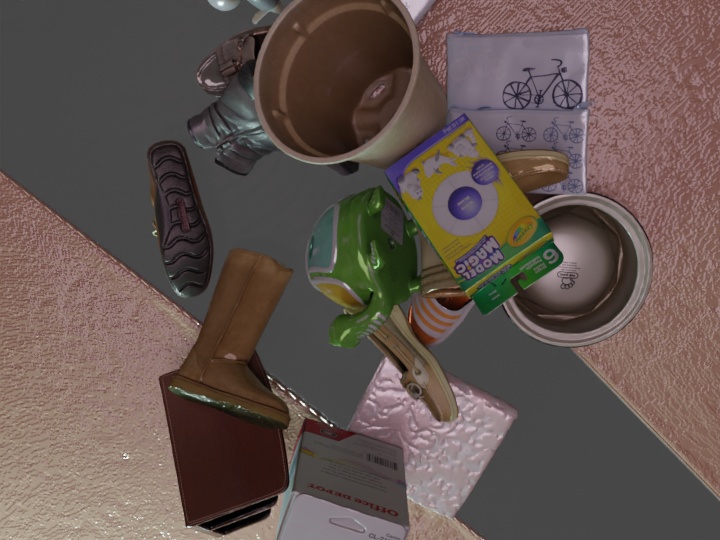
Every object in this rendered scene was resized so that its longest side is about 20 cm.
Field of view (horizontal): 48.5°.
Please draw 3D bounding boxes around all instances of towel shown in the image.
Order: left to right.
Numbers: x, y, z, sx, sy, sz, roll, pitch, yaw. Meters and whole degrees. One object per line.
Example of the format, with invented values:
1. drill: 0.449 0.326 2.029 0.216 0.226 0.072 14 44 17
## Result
1. towel: 0.088 0.226 1.109 0.199 0.032 0.192 27 102 -4

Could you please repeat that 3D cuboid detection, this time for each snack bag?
1. snack bag: 0.191 -0.195 0.981 0.187 0.021 0.201 7 104 27

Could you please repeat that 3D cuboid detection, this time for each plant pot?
1. plant pot: 0.009 -0.201 0.922 0.199 0.183 0.202 -4 82 26

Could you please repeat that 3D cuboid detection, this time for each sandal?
1. sandal: 0.112 0.018 1.013 0.207 0.059 0.079 -50 59 32

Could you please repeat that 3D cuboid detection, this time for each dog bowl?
1. dog bowl: 0.268 -0.007 1.034 0.199 0.074 0.202 0 102 0

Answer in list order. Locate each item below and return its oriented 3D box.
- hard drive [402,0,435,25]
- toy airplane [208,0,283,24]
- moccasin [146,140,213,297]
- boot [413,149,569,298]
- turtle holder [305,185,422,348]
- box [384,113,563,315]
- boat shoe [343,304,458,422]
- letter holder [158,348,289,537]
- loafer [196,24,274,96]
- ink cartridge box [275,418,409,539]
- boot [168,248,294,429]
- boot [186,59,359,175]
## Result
1. hard drive: 0.049 -0.383 0.980 0.132 0.025 0.200 38 100 -7
2. toy airplane: -0.150 -0.364 0.901 0.198 0.200 0.142 26 119 -2
3. moccasin: -0.237 -0.065 1.035 0.073 0.078 0.203 -17 98 -11
4. boot: 0.155 -0.051 0.940 0.199 0.073 0.156 -12 69 21
5. turtle holder: 0.005 -0.004 0.998 0.131 0.141 0.187 -16 85 32
6. box: 0.126 -0.061 0.890 0.117 0.048 0.201 -35 72 7
7. boat shoe: 0.054 0.116 1.036 0.063 0.073 0.201 -29 79 -14
8. letter holder: -0.158 0.215 1.025 0.141 0.101 0.201 -21 62 4
9. loafer: -0.115 -0.272 0.988 0.199 0.063 0.072 -20 101 5
10. ink cartridge box: -0.022 0.282 1.005 0.145 0.200 0.083 19 104 -4
11. boot: -0.132 0.080 0.995 0.174 0.066 0.201 16 68 18
12. boot: -0.109 -0.163 1.014 0.200 0.070 0.132 38 121 -22
